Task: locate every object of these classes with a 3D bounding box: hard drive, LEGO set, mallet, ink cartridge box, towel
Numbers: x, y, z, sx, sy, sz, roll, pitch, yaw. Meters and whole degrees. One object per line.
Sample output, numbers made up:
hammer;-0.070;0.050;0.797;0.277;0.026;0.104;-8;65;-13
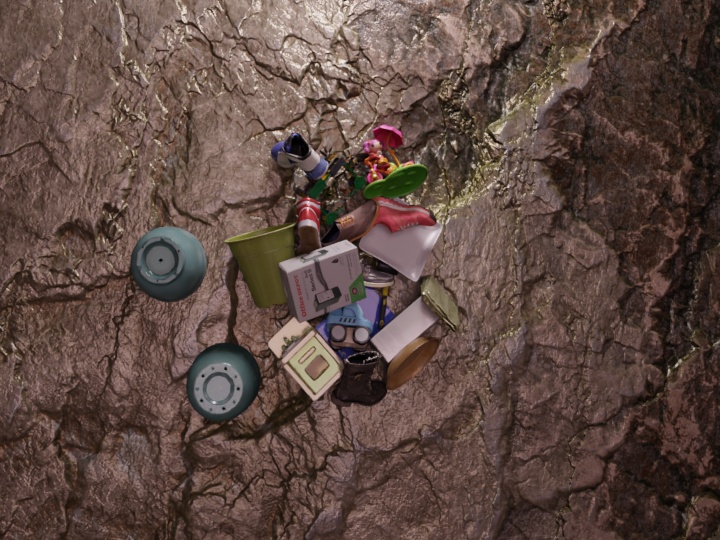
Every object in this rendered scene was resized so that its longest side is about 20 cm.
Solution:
hard drive;-0.014;0.147;1.518;0.199;0.025;0.133;-42;94;-10
LEGO set;-0.094;-0.238;1.507;0.153;0.115;0.203;36;84;-35
mallet;0.061;0.062;1.510;0.064;0.041;0.205;18;71;-8
ink cartridge box;-0.097;0.028;1.369;0.196;0.084;0.150;-20;114;-18
towel;0.224;0.089;1.480;0.036;0.200;0.149;-40;95;14

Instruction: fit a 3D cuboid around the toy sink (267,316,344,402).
toy sink;-0.147;0.232;1.446;0.130;0.112;0.201;-41;93;-10

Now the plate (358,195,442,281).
plate;0.115;-0.095;1.533;0.197;0.032;0.203;30;69;-3

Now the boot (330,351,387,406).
boot;0.018;0.286;1.424;0.196;0.177;0.070;-2;41;-35

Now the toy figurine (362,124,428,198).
toy figurine;0.069;-0.320;1.510;0.195;0.151;0.188;-17;70;-12

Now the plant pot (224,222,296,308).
plant pot;-0.245;-0.010;1.424;0.195;0.200;0.195;-15;102;-10

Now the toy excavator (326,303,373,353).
toy excavator;-0.056;0.111;1.463;0.188;0.100;0.205;6;65;0

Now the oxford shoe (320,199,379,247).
oxford shoe;-0.028;-0.124;1.470;0.200;0.072;0.072;-44;57;13

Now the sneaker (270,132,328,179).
sneaker;-0.179;-0.328;1.434;0.197;0.115;0.081;29;77;38

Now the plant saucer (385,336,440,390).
plant saucer;0.136;0.248;1.468;0.199;0.201;0.035;-40;63;-10

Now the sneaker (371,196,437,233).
sneaker;0.117;-0.141;1.503;0.194;0.074;0.089;14;80;-1

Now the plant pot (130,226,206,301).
plant pot;-0.513;-0.022;1.392;0.194;0.134;0.207;1;86;-9

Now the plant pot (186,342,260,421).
plant pot;-0.362;0.297;1.382;0.194;0.161;0.207;1;87;-9

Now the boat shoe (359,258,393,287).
boat shoe;0.000;0.000;1.478;0.195;0.072;0.067;12;106;18

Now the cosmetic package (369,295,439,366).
cosmetic package;0.125;0.171;1.492;0.199;0.108;0.085;-40;77;-11

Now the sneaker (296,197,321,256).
sneaker;-0.140;-0.116;1.444;0.069;0.201;0.115;0;64;-6
